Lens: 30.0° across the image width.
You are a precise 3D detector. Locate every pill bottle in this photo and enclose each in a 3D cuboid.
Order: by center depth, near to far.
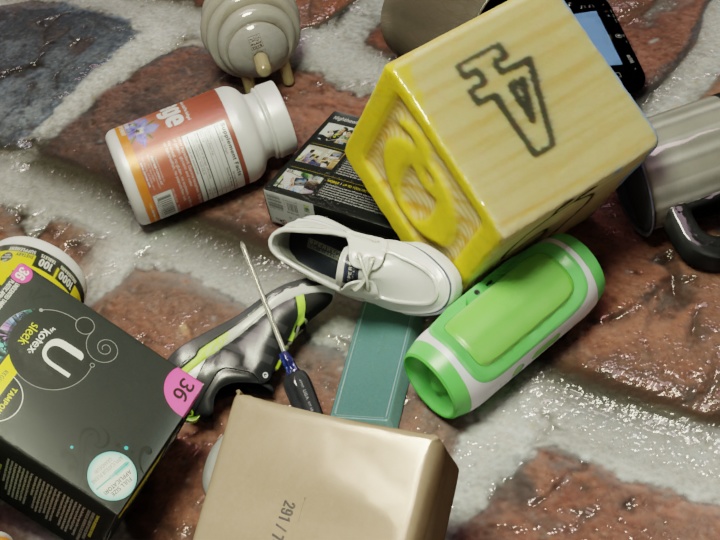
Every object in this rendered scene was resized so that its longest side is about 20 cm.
[{"bbox_3d":[-0.357,0.073,1.342,0.111,0.113,0.202,2,47,16],"label":"pill bottle"},{"bbox_3d":[-0.176,-0.138,1.504,0.198,0.113,0.113,-23,44,-9],"label":"pill bottle"}]

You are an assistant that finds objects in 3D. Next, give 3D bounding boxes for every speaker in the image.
[{"bbox_3d":[0.135,0.050,1.256,0.199,0.089,0.088,-37,48,-21],"label":"speaker"}]

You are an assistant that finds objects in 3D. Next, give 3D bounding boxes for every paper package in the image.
[{"bbox_3d":[-0.032,0.219,1.071,0.188,0.104,0.203,9,71,23],"label":"paper package"}]

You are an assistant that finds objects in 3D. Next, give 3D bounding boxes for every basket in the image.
[{"bbox_3d":[0.119,-0.269,1.533,0.134,0.183,0.200,-12,31,-27],"label":"basket"}]

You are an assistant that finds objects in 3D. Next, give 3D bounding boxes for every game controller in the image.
[{"bbox_3d":[0.260,-0.261,1.564,0.103,0.042,0.201,-13,45,1],"label":"game controller"}]

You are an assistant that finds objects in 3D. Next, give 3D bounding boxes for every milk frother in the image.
[{"bbox_3d":[0.354,-0.125,1.292,0.186,0.201,0.182,-19,48,-4],"label":"milk frother"}]

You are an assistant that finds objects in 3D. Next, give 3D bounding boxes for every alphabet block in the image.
[{"bbox_3d":[0.129,-0.120,1.294,0.199,0.196,0.198,-30,78,-21],"label":"alphabet block"}]

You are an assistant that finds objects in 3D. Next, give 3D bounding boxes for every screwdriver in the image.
[{"bbox_3d":[-0.082,0.064,1.277,0.029,0.028,0.202,-29,74,4],"label":"screwdriver"}]

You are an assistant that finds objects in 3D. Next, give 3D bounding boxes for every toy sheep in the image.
[{"bbox_3d":[-0.131,-0.293,1.632,0.136,0.139,0.201,-20,44,-6],"label":"toy sheep"}]

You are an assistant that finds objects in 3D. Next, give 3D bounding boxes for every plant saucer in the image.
[{"bbox_3d":[0.020,0.075,1.310,0.069,0.019,0.202,1,47,16],"label":"plant saucer"}]

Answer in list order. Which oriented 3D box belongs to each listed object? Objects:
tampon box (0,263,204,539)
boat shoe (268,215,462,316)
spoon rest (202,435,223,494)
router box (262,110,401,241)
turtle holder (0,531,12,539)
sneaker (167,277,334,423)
[{"bbox_3d":[-0.268,0.127,1.196,0.199,0.127,0.151,32,55,-1],"label":"tampon box"},{"bbox_3d":[0.000,0.000,1.284,0.198,0.075,0.065,15,16,30],"label":"boat shoe"},{"bbox_3d":[-0.056,0.177,1.210,0.198,0.061,0.100,-4,42,30],"label":"spoon rest"},{"bbox_3d":[0.017,-0.092,1.450,0.198,0.051,0.150,18,51,29],"label":"router box"},{"bbox_3d":[-0.345,0.297,1.100,0.131,0.142,0.185,33,50,18],"label":"turtle holder"},{"bbox_3d":[-0.099,0.084,1.314,0.199,0.072,0.083,-31,75,-18],"label":"sneaker"}]
